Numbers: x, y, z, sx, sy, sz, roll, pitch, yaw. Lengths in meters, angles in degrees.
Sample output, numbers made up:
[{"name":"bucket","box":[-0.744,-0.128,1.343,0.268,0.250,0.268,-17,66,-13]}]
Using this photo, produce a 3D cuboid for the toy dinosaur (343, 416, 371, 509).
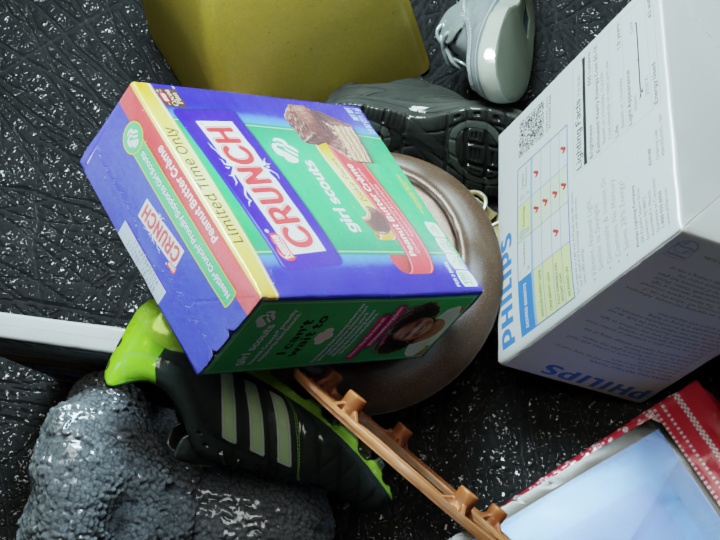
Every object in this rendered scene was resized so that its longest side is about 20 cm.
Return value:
[{"name":"toy dinosaur","box":[-0.003,0.076,0.940,0.100,0.058,0.201,-32,54,9]}]

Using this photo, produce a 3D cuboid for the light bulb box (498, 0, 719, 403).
[{"name":"light bulb box","box":[0.193,-0.047,0.866,0.123,0.200,0.201,16,57,-20]}]

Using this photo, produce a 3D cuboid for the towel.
[{"name":"towel","box":[0.189,0.178,0.854,0.198,0.023,0.145,-31,61,-7]}]

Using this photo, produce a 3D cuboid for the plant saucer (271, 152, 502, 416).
[{"name":"plant saucer","box":[0.000,0.000,0.898,0.197,0.032,0.203,-3,66,7]}]

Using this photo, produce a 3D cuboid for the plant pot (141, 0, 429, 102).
[{"name":"plant pot","box":[-0.079,-0.245,1.049,0.193,0.201,0.196,-29,59,-8]}]

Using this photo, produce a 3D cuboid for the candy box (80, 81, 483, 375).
[{"name":"candy box","box":[-0.046,-0.027,0.790,0.077,0.198,0.170,-51,59,32]}]

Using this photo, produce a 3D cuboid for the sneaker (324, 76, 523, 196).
[{"name":"sneaker","box":[0.062,-0.118,1.024,0.197,0.077,0.091,11,34,2]}]

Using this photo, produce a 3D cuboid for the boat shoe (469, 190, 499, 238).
[{"name":"boat shoe","box":[0.050,-0.030,0.977,0.197,0.063,0.074,15,63,18]}]

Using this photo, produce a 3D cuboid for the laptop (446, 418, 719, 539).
[{"name":"laptop","box":[0.164,0.193,0.779,0.176,0.200,0.104,-30,98,-5]}]

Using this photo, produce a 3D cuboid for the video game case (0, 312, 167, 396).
[{"name":"video game case","box":[-0.186,0.060,0.887,0.141,0.200,0.018,7,77,13]}]

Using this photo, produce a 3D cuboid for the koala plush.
[{"name":"koala plush","box":[-0.107,0.159,0.843,0.197,0.184,0.179,13,63,3]}]

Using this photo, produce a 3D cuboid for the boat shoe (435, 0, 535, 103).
[{"name":"boat shoe","box":[0.098,-0.187,1.038,0.070,0.071,0.202,-8,30,18]}]

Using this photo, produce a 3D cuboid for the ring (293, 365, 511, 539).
[{"name":"ring","box":[0.040,0.119,0.776,0.200,0.200,0.019,39,88,27]}]

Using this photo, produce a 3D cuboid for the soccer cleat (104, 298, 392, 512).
[{"name":"soccer cleat","box":[-0.067,0.097,0.789,0.199,0.067,0.081,40,81,-15]}]
